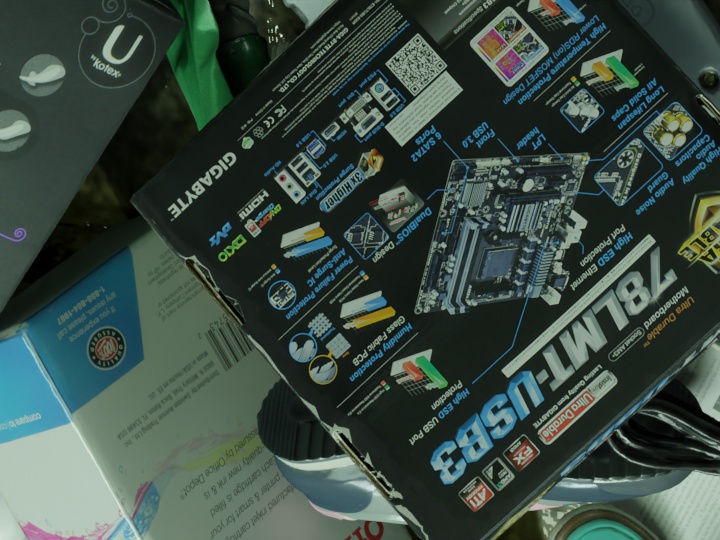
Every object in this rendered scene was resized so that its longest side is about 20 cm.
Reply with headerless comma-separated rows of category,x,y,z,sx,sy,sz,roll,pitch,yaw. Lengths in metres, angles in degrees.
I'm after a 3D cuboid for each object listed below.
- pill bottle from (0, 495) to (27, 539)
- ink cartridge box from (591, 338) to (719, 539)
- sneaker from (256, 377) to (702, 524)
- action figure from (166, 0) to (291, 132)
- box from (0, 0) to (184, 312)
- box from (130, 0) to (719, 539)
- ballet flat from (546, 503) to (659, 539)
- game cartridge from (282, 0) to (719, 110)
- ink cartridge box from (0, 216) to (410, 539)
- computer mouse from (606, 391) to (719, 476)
pill bottle,-0.210,0.098,1.389,0.199,0.116,0.116,26,125,16
ink cartridge box,0.152,0.067,1.215,0.200,0.050,0.109,31,125,10
sneaker,0.059,0.079,1.212,0.199,0.070,0.082,2,145,23
action figure,-0.049,-0.072,1.187,0.118,0.054,0.201,99,155,-67
box,-0.182,-0.069,1.194,0.106,0.122,0.200,26,106,-31
box,0.045,-0.021,1.094,0.200,0.050,0.199,-43,81,6
ballet flat,0.128,0.177,1.254,0.067,0.064,0.200,-36,116,-5
game cartridge,0.073,-0.093,1.154,0.133,0.042,0.200,-41,89,9
ink cartridge box,-0.084,0.087,1.281,0.085,0.144,0.200,-20,103,45
computer mouse,0.169,-0.004,1.128,0.140,0.046,0.201,12,103,-8
